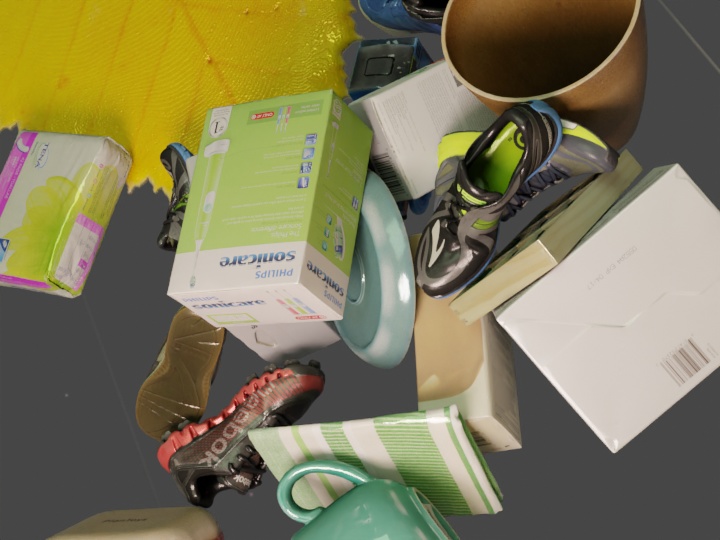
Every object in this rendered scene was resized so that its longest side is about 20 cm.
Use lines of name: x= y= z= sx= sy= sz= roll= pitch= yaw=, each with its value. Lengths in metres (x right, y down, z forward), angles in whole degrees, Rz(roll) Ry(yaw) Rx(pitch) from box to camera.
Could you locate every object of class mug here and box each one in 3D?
mug: x=0.020 y=0.249 z=1.096 sx=0.114 sy=0.185 sz=0.152 roll=-39 pitch=24 yaw=2

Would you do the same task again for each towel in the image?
towel: x=0.017 y=0.182 z=1.153 sx=0.200 sy=0.153 sz=0.023 roll=-9 pitch=43 yaw=22

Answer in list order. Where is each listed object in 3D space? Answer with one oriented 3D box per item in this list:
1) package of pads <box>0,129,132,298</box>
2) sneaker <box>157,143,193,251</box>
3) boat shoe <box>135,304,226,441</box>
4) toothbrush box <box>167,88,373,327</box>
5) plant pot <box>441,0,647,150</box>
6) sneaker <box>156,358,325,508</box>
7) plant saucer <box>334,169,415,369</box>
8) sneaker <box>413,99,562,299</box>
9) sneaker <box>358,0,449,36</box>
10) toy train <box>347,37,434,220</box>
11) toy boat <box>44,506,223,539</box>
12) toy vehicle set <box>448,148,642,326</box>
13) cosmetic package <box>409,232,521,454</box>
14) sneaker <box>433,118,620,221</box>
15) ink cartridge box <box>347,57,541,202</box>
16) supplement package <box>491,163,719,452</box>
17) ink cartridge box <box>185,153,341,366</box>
package of pads: x=-0.376 y=-0.072 z=1.516 sx=0.154 sy=0.068 sz=0.200 roll=8 pitch=71 yaw=30
sneaker: x=-0.197 y=-0.062 z=1.410 sx=0.083 sy=0.071 sz=0.200 roll=-24 pitch=61 yaw=7
boat shoe: x=-0.178 y=0.098 z=1.302 sx=0.072 sy=0.201 sz=0.066 roll=25 pitch=37 yaw=0
toothbrush box: x=-0.082 y=-0.056 z=1.170 sx=0.146 sy=0.086 sz=0.200 roll=-6 pitch=62 yaw=29
plant pot: x=0.200 y=-0.195 z=1.204 sx=0.186 sy=0.200 sz=0.186 roll=-11 pitch=63 yaw=22
sneaker: x=-0.111 y=0.170 z=1.264 sx=0.200 sy=0.071 sz=0.098 roll=-34 pitch=53 yaw=10
plant saucer: x=0.000 y=0.000 z=1.230 sx=0.027 sy=0.200 sz=0.200 roll=-8 pitch=55 yaw=-21
sneaker: x=0.098 y=-0.064 z=1.090 sx=0.071 sy=0.083 sz=0.200 roll=42 pitch=115 yaw=24
sneaker: x=0.064 y=-0.304 z=1.379 sx=0.200 sy=0.111 sz=0.077 roll=29 pitch=82 yaw=34
toy train: x=0.031 y=-0.144 z=1.317 sx=0.087 sy=0.114 sz=0.200 roll=2 pitch=68 yaw=28
toy boat: x=-0.231 y=0.312 z=1.245 sx=0.200 sy=0.131 sz=0.131 roll=-8 pitch=93 yaw=23
toy vehicle set: x=0.171 y=-0.032 z=1.140 sx=0.027 sy=0.200 sz=0.124 roll=50 pitch=133 yaw=-1
cosmetic package: x=0.099 y=0.066 z=1.190 sx=0.071 sy=0.105 sz=0.200 roll=-12 pitch=60 yaw=19
sneaker: x=0.148 y=-0.085 z=1.149 sx=0.200 sy=0.074 sz=0.081 roll=-5 pitch=63 yaw=46
ink cartridge box: x=0.093 y=-0.158 z=1.267 sx=0.200 sy=0.109 sz=0.050 roll=-30 pitch=13 yaw=-30
supplement package: x=0.241 y=0.030 z=1.093 sx=0.200 sy=0.111 sz=0.156 roll=-41 pitch=90 yaw=5
ink cartridge box: x=-0.100 y=-0.020 z=1.306 sx=0.083 sy=0.147 sz=0.200 roll=-22 pitch=60 yaw=13
